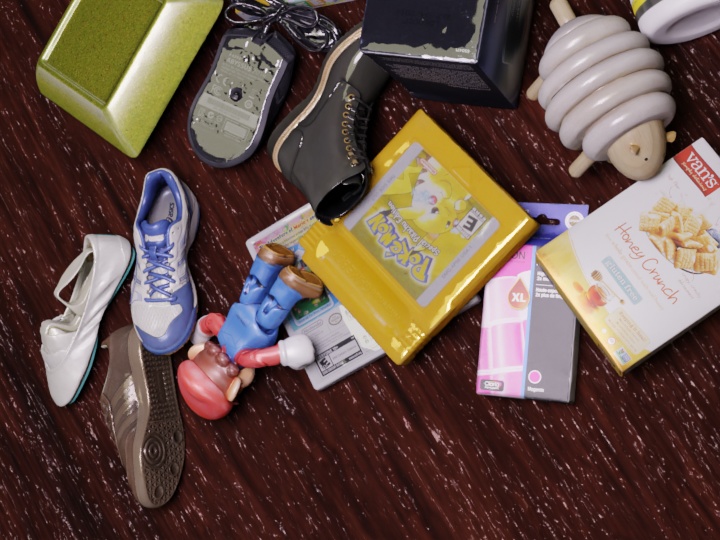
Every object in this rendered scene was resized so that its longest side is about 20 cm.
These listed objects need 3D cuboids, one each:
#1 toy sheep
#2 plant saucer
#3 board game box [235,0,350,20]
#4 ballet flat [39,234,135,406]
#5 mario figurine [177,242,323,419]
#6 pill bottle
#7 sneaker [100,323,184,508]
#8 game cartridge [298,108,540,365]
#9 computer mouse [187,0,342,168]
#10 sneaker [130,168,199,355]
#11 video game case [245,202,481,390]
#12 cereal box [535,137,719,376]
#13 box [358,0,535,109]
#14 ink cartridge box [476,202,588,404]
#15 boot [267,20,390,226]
[{"bbox_3d":[0.229,-0.175,1.300,0.138,0.138,0.200,-33,77,13],"label":"toy sheep"},{"bbox_3d":[-0.271,-0.255,1.499,0.200,0.048,0.200,34,96,36],"label":"plant saucer"},{"bbox_3d":[-0.077,-0.384,1.481,0.134,0.034,0.200,-8,82,18],"label":"board game box"},{"bbox_3d":[-0.316,0.049,1.496,0.069,0.069,0.200,23,90,20],"label":"ballet flat"},{"bbox_3d":[-0.114,0.072,1.424,0.106,0.123,0.200,30,106,-20],"label":"mario figurine"},{"bbox_3d":[0.297,-0.330,1.305,0.112,0.112,0.200,-19,79,16],"label":"pill bottle"},{"bbox_3d":[-0.241,0.159,1.472,0.075,0.070,0.200,-13,74,34],"label":"sneaker"},{"bbox_3d":[0.052,-0.034,1.371,0.200,0.032,0.176,-47,69,9],"label":"game cartridge"},{"bbox_3d":[-0.113,-0.202,1.461,0.138,0.053,0.200,30,98,11],"label":"computer mouse"},{"bbox_3d":[-0.216,-0.012,1.435,0.075,0.088,0.200,-6,67,6],"label":"sneaker"},{"bbox_3d":[0.000,0.000,1.420,0.200,0.024,0.182,-30,75,15],"label":"video game case"},{"bbox_3d":[0.288,-0.014,1.294,0.200,0.040,0.144,-36,74,0],"label":"cereal box"},{"bbox_3d":[0.098,-0.279,1.323,0.123,0.198,0.200,9,87,17],"label":"box"},{"bbox_3d":[0.172,0.029,1.352,0.095,0.037,0.200,4,83,19],"label":"ink cartridge box"},{"bbox_3d":[0.000,-0.150,1.381,0.200,0.077,0.138,-54,39,18],"label":"boot"}]
